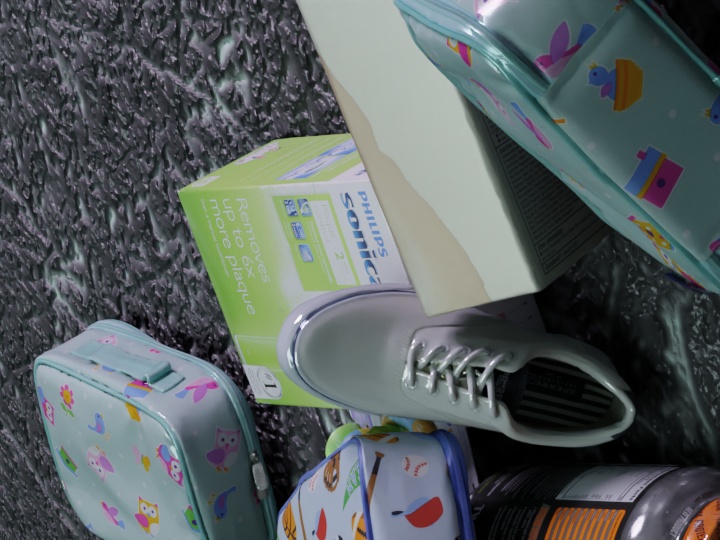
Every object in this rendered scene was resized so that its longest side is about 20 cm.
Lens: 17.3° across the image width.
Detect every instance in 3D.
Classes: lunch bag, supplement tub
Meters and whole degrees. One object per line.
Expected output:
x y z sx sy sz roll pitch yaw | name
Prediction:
0.111 -0.076 1.094 0.200 0.077 0.160 42 178 -23 | lunch bag
-0.143 0.123 1.666 0.200 0.077 0.161 18 127 47 | lunch bag
0.012 0.184 1.312 0.200 0.075 0.161 122 140 -62 | lunch bag
0.148 0.165 1.277 0.200 0.122 0.123 -4 111 55 | supplement tub

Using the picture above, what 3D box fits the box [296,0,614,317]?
0.048 -0.088 1.234 0.078 0.095 0.200 -15 101 38 | box

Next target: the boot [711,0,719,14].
0.177 -0.120 1.087 0.200 0.066 0.165 49 155 3 | boot

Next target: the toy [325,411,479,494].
0.021 0.129 1.437 0.200 0.047 0.115 -160 52 -70 | toy

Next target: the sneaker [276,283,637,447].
0.056 0.050 1.262 0.071 0.199 0.073 -159 77 -70 | sneaker

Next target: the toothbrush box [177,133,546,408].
0.000 0.000 1.387 0.200 0.086 0.146 0 115 52 | toothbrush box
